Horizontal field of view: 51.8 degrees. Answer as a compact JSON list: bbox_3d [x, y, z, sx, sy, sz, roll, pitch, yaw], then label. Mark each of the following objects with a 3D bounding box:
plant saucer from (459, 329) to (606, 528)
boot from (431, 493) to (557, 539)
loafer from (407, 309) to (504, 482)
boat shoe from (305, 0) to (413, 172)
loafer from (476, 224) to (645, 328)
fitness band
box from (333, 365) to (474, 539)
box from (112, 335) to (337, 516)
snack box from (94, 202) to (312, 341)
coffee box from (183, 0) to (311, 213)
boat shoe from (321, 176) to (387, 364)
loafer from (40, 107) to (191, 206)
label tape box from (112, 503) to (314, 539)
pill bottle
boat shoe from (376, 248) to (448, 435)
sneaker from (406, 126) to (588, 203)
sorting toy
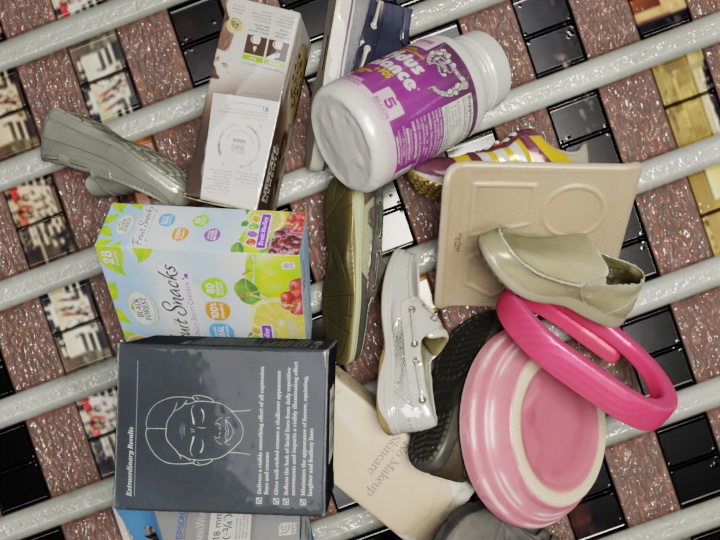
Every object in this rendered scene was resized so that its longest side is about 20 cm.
[{"bbox_3d":[0.186,0.157,0.754,0.198,0.050,0.205,7,79,-36],"label":"plant saucer"},{"bbox_3d":[0.140,0.290,0.724,0.131,0.199,0.071,39,125,23],"label":"boot"},{"bbox_3d":[0.113,0.132,0.781,0.071,0.072,0.202,43,60,-23],"label":"loafer"},{"bbox_3d":[-0.001,-0.201,0.802,0.091,0.075,0.204,9,102,-15],"label":"boat shoe"},{"bbox_3d":[0.200,-0.006,0.730,0.197,0.076,0.069,19,123,-28],"label":"loafer"},{"bbox_3d":[0.224,0.078,0.734,0.198,0.144,0.038,34,113,0],"label":"fitness band"},{"bbox_3d":[0.017,0.199,0.801,0.199,0.078,0.096,37,90,0],"label":"box"},{"bbox_3d":[-0.123,0.143,0.712,0.196,0.107,0.152,2,89,2],"label":"box"},{"bbox_3d":[-0.151,0.018,0.763,0.196,0.068,0.171,3,135,3],"label":"snack box"},{"bbox_3d":[-0.115,-0.163,0.782,0.078,0.113,0.204,13,91,2],"label":"coffee box"},{"bbox_3d":[-0.001,-0.001,0.804,0.065,0.071,0.205,-4,98,-32],"label":"boat shoe"},{"bbox_3d":[-0.264,-0.109,0.802,0.198,0.070,0.071,28,101,19],"label":"loafer"},{"bbox_3d":[-0.148,0.300,0.777,0.196,0.064,0.146,-5,134,2],"label":"label tape box"},{"bbox_3d":[0.057,-0.169,0.752,0.198,0.112,0.113,-32,90,-26],"label":"pill bottle"},{"bbox_3d":[0.059,0.070,0.772,0.068,0.071,0.204,-6,63,19],"label":"boat shoe"},{"bbox_3d":[0.149,-0.112,0.801,0.196,0.075,0.092,10,84,-5],"label":"sneaker"},{"bbox_3d":[0.177,-0.036,0.773,0.196,0.037,0.188,-2,131,0],"label":"sorting toy"}]
